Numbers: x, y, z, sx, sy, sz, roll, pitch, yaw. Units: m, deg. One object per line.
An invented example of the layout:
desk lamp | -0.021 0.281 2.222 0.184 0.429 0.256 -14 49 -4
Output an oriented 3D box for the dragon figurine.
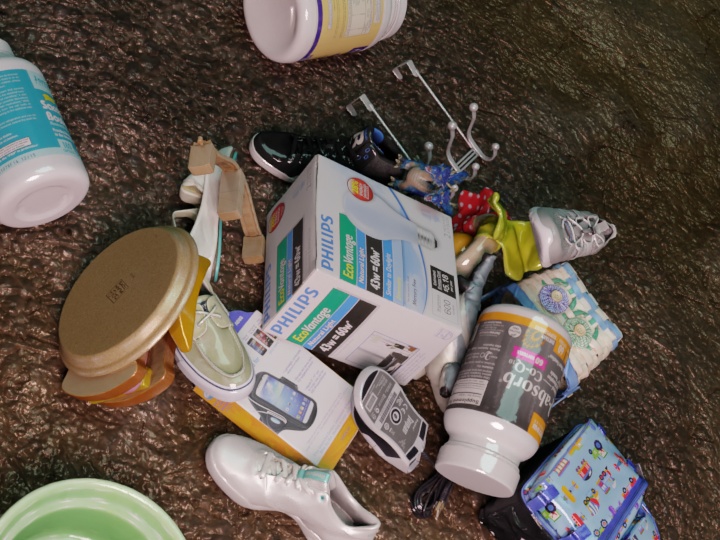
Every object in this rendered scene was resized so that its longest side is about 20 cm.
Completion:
dragon figurine | 0.100 -0.107 1.455 0.099 0.059 0.200 22 5 23

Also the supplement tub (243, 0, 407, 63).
supplement tub | -0.047 -0.373 1.588 0.200 0.145 0.146 -18 70 -39

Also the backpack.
backpack | 0.267 0.303 1.330 0.182 0.135 0.200 -34 83 -42

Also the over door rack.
over door rack | 0.097 -0.209 1.621 0.200 0.067 0.148 45 46 2

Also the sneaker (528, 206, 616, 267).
sneaker | 0.263 -0.051 1.406 0.200 0.082 0.075 -12 88 -66

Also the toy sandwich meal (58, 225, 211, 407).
toy sandwich meal | -0.231 0.046 1.181 0.070 0.205 0.206 47 38 -39

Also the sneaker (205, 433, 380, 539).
sneaker | -0.066 0.225 1.200 0.200 0.089 0.075 34 49 -8

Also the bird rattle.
bird rattle | 0.139 -0.040 1.477 0.163 0.200 0.113 -41 111 -8

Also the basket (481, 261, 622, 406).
basket | 0.213 0.091 1.450 0.200 0.139 0.177 -34 78 -8

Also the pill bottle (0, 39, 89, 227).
pill bottle | -0.382 -0.156 1.247 0.111 0.111 0.200 -14 68 -38

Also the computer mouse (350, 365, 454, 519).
computer mouse | 0.044 0.188 1.296 0.200 0.044 0.110 53 48 -24

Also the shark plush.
shark plush | 0.123 0.078 1.393 0.083 0.091 0.201 16 79 -30

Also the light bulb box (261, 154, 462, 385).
light bulb box | 0.000 0.000 1.349 0.199 0.125 0.199 23 41 -24

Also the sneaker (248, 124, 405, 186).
sneaker | -0.035 -0.158 1.470 0.199 0.112 0.073 19 50 -20

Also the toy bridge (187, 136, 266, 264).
toy bridge | -0.150 -0.089 1.310 0.027 0.200 0.067 -7 55 12

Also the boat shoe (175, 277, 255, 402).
boat shoe | -0.178 0.053 1.228 0.072 0.062 0.200 -23 60 -30

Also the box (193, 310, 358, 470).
box | -0.093 0.135 1.280 0.200 0.041 0.119 38 47 -1

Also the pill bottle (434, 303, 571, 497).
pill bottle | 0.162 0.149 1.306 0.116 0.116 0.201 27 68 -14

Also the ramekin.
ramekin | -0.255 0.298 1.022 0.199 0.098 0.201 16 52 -22

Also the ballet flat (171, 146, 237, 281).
ballet flat | -0.189 -0.074 1.352 0.069 0.069 0.201 19 52 -20
